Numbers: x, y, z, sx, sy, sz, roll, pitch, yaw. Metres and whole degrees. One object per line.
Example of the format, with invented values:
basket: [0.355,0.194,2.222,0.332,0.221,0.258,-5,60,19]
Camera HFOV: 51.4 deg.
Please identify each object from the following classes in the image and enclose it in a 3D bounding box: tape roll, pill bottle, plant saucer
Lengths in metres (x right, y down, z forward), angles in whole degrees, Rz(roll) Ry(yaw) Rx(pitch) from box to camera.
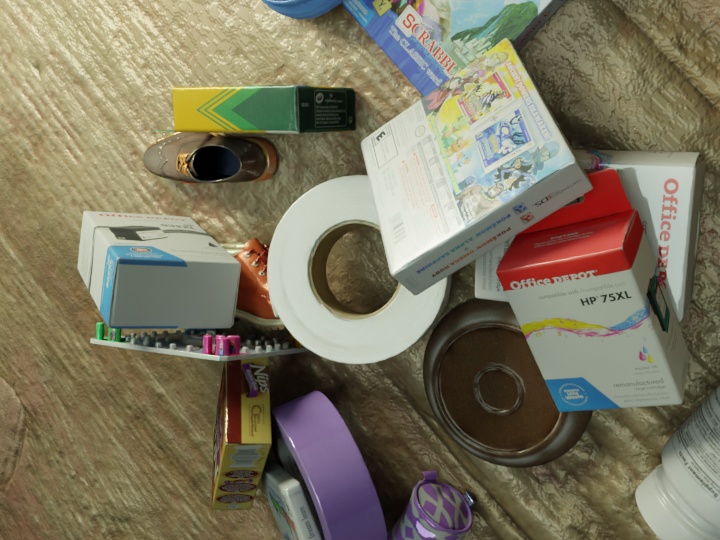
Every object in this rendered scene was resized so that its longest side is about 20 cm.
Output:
tape roll: [0.000,0.000,0.824,0.200,0.071,0.205,0,90,11]
tape roll: [-0.043,0.247,0.876,0.201,0.065,0.201,56,158,36]
pill bottle: [0.353,0.169,0.684,0.113,0.113,0.201,39,117,15]
plant saucer: [0.156,0.129,0.829,0.198,0.032,0.202,6,103,26]

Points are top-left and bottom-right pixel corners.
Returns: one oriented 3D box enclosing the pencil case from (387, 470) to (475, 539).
pencil case: [0.054,0.336,0.900,0.086,0.083,0.201,52,122,39]

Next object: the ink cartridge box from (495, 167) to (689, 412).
ink cartridge box: [0.198,0.023,0.654,0.115,0.067,0.201,-13,115,37]

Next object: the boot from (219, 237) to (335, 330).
boot: [-0.112,0.016,0.926,0.198,0.075,0.108,5,99,28]

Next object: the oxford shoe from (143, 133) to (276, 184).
oxford shoe: [-0.206,-0.142,0.937,0.198,0.073,0.072,2,103,28]

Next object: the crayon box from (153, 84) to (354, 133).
crayon box: [-0.122,-0.184,0.853,0.198,0.126,0.052,5,103,27]

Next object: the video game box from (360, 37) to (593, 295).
video game box: [0.095,-0.101,0.693,0.182,0.047,0.201,-34,41,22]

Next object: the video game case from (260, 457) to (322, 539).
video game case: [-0.073,0.325,0.904,0.184,0.024,0.200,70,161,-2]

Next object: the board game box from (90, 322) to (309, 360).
board game box: [-0.183,0.080,0.905,0.198,0.200,0.026,4,90,27]

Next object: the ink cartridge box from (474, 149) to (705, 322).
ink cartridge box: [0.218,-0.040,0.725,0.198,0.084,0.146,6,106,27]

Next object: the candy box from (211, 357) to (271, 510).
candy box: [-0.149,0.203,0.916,0.201,0.056,0.117,108,160,-50]

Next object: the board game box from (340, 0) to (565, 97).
board game box: [0.093,-0.297,0.761,0.200,0.041,0.200,49,119,10]

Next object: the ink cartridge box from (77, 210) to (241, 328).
ink cartridge box: [-0.248,-0.005,0.903,0.200,0.144,0.085,34,117,55]

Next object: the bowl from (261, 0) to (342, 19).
bowl: [-0.061,-0.377,0.801,0.199,0.039,0.203,1,91,38]
